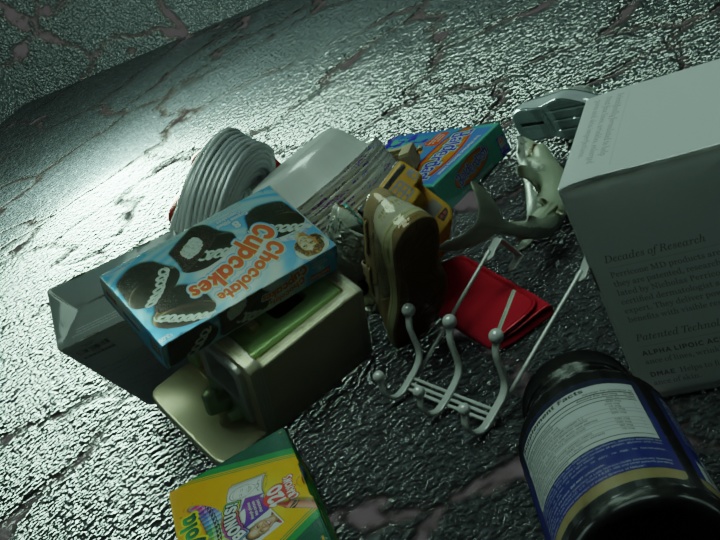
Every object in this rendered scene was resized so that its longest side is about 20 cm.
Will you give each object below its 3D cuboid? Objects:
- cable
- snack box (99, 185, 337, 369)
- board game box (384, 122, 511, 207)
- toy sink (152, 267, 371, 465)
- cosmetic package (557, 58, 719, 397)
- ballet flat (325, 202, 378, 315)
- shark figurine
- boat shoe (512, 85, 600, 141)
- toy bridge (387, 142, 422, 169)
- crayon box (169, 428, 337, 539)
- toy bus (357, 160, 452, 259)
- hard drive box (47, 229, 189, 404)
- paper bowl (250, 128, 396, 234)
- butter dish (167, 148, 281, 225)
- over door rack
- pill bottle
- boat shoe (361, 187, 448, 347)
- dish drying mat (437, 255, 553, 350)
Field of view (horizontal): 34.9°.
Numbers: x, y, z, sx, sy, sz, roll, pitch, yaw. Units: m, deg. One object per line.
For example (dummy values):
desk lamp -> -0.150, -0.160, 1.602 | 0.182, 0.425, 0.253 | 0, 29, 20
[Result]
cable -> -0.167, -0.074, 1.418 | 0.069, 0.201, 0.200 | 18, 20, 13
snack box -> -0.134, 0.002, 1.100 | 0.199, 0.037, 0.116 | -31, 52, -25
board game box -> 0.076, -0.129, 1.501 | 0.199, 0.045, 0.152 | 0, 35, 48
toy sink -> -0.107, 0.072, 1.134 | 0.200, 0.112, 0.130 | -37, 54, -23
cosmetic package -> 0.272, -0.038, 0.888 | 0.164, 0.201, 0.165 | -15, 25, 27
ballet flat -> 0.000, 0.000, 1.181 | 0.071, 0.200, 0.072 | -6, 67, 15
shark figurine -> 0.171, -0.050, 1.187 | 0.090, 0.128, 0.214 | -56, -7, 37
boat shoe -> 0.262, -0.201, 1.405 | 0.067, 0.074, 0.200 | -38, 24, -17
toy bridge -> -0.007, -0.126, 1.499 | 0.199, 0.027, 0.067 | -19, 25, 23
crayon box -> -0.083, 0.219, 0.929 | 0.118, 0.058, 0.200 | -29, 23, -4
toy bus -> 0.049, -0.046, 1.183 | 0.065, 0.078, 0.200 | -51, -9, -7
hard drive box -> -0.215, 0.058, 1.238 | 0.155, 0.200, 0.077 | -24, 61, 8
paper bowl -> -0.052, -0.092, 1.374 | 0.200, 0.105, 0.201 | -37, 9, 7
butter dish -> -0.189, -0.106, 1.615 | 0.199, 0.148, 0.200 | -10, 29, 38
over door rack -> 0.111, 0.044, 1.032 | 0.200, 0.067, 0.147 | -48, 29, -16
pill bottle -> 0.166, 0.136, 0.756 | 0.111, 0.112, 0.200 | -25, 22, 7
boat shoe -> 0.038, -0.002, 1.095 | 0.071, 0.201, 0.064 | -34, 58, -23
dish drying mat -> 0.116, 0.029, 1.157 | 0.077, 0.018, 0.200 | -36, 24, -8
